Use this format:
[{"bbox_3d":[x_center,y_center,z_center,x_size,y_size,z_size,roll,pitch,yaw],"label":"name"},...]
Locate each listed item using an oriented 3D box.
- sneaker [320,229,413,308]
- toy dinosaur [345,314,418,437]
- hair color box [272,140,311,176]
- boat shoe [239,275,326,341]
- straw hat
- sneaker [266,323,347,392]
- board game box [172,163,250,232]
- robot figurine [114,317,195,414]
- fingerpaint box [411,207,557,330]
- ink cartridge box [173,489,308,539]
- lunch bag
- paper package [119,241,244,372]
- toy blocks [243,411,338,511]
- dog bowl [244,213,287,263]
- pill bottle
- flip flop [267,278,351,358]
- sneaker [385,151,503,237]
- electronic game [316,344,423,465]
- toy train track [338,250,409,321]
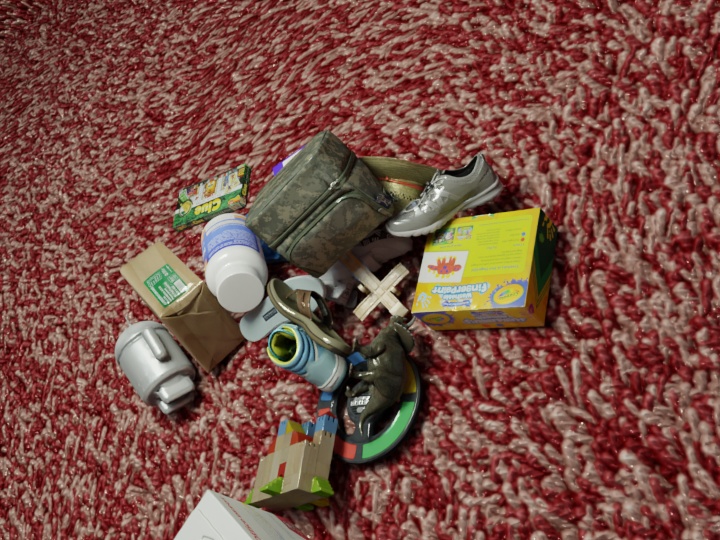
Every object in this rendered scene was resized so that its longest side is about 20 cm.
[{"bbox_3d":[0.000,0.000,1.502,0.199,0.075,0.116,-9,68,27],"label":"sneaker"},{"bbox_3d":[0.033,0.153,1.323,0.102,0.077,0.201,8,73,-1],"label":"toy dinosaur"},{"bbox_3d":[-0.050,-0.139,1.532,0.109,0.200,0.065,-32,50,21],"label":"hair color box"},{"bbox_3d":[-0.123,0.055,1.529,0.200,0.091,0.071,-30,90,33],"label":"boat shoe"},{"bbox_3d":[0.064,-0.128,1.465,0.200,0.201,0.086,9,85,41],"label":"straw hat"},{"bbox_3d":[-0.105,0.117,1.447,0.080,0.130,0.200,-56,27,5],"label":"sneaker"},{"bbox_3d":[-0.326,-0.158,1.893,0.199,0.023,0.105,-17,56,30],"label":"board game box"},{"bbox_3d":[-0.392,0.177,1.649,0.113,0.170,0.200,-24,60,-33],"label":"robot figurine"},{"bbox_3d":[0.193,0.002,1.342,0.199,0.073,0.168,-6,59,37],"label":"fingerpaint box"},{"bbox_3d":[-0.166,0.440,1.266,0.145,0.200,0.145,31,85,45],"label":"ink cartridge box"},{"bbox_3d":[-0.061,-0.100,1.389,0.200,0.168,0.140,-42,18,22],"label":"lunch bag"},{"bbox_3d":[-0.335,0.066,1.634,0.103,0.191,0.200,-42,44,-11],"label":"paper package"},{"bbox_3d":[-0.104,0.298,1.374,0.200,0.100,0.137,-32,40,49],"label":"toy blocks"},{"bbox_3d":[-0.163,-0.067,1.686,0.199,0.050,0.112,-6,61,35],"label":"dog bowl"},{"bbox_3d":[-0.227,-0.012,1.559,0.112,0.112,0.200,-40,31,11],"label":"pill bottle"},{"bbox_3d":[-0.076,0.067,1.392,0.200,0.081,0.058,39,102,41],"label":"flip flop"},{"bbox_3d":[0.124,-0.123,1.383,0.199,0.082,0.075,-28,25,-4],"label":"sneaker"},{"bbox_3d":[0.012,0.210,1.380,0.199,0.042,0.201,-19,54,28],"label":"electronic game"},{"bbox_3d":[0.002,0.005,1.442,0.115,0.033,0.200,-46,71,4],"label":"toy train track"}]
